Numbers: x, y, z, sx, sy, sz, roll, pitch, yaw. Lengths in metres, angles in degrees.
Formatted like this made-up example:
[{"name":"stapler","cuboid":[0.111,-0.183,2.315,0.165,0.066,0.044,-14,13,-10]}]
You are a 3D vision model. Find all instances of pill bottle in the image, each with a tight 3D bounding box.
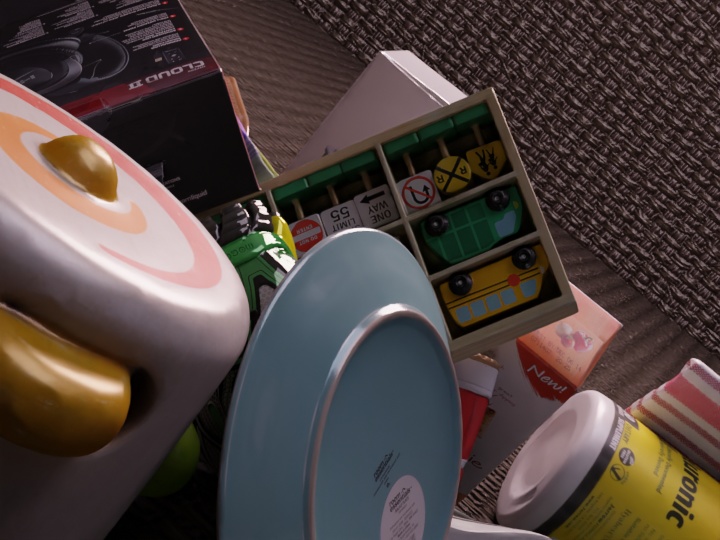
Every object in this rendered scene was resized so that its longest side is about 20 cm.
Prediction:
[{"name":"pill bottle","cuboid":[0.197,0.179,1.101,0.200,0.111,0.111,37,11,-8]}]

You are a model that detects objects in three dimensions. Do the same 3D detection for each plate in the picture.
[{"name":"plate","cuboid":[0.004,0.083,0.697,0.025,0.201,0.200,4,-7,28]}]

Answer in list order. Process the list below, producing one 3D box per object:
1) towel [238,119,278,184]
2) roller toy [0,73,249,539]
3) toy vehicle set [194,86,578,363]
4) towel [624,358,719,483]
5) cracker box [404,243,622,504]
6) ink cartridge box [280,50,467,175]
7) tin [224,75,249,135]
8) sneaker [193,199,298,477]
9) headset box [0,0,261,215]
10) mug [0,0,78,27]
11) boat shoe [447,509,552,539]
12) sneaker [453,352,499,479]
[{"name":"towel","cuboid":[-0.140,-0.071,0.988,0.200,0.143,0.023,-123,-166,-49]},{"name":"roller toy","cuboid":[-0.140,0.008,0.631,0.182,0.140,0.200,40,12,12]},{"name":"toy vehicle set","cuboid":[0.000,0.000,0.872,0.027,0.199,0.125,50,19,-72]},{"name":"towel","cuboid":[0.224,0.146,1.158,0.146,0.200,0.030,37,46,-9]},{"name":"cracker box","cuboid":[0.049,0.050,0.980,0.134,0.058,0.200,39,-34,4]},{"name":"ink cartridge box","cuboid":[-0.008,-0.044,1.101,0.086,0.200,0.146,39,11,2]},{"name":"tin","cuboid":[-0.114,-0.070,1.097,0.042,0.112,0.200,24,15,-17]},{"name":"sneaker","cuboid":[-0.042,0.063,0.766,0.085,0.078,0.200,58,-13,34]},{"name":"headset box","cuboid":[-0.148,-0.078,0.899,0.200,0.148,0.078,-123,-166,-58]},{"name":"mug","cuboid":[-0.186,-0.192,1.134,0.148,0.200,0.175,45,4,24]},{"name":"boat shoe","cuboid":[0.013,0.140,0.811,0.199,0.071,0.064,22,-8,-39]},{"name":"sneaker","cuboid":[-0.021,0.087,0.929,0.199,0.113,0.071,8,-11,42]}]
